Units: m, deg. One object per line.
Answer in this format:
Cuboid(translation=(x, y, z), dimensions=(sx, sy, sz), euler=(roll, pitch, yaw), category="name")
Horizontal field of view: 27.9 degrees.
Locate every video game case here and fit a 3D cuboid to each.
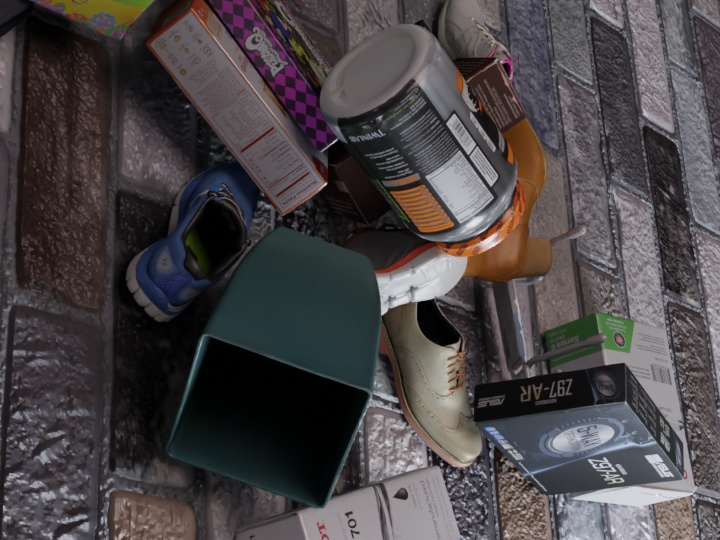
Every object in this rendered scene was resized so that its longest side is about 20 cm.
Cuboid(translation=(-0.076, -0.214, 1.381), dimensions=(0.200, 0.036, 0.181), euler=(54, 12, -7), category="video game case")

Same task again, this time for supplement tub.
Cuboid(translation=(0.062, -0.112, 1.305), dimensions=(0.200, 0.122, 0.123), euler=(50, 40, -35), category="supplement tub")

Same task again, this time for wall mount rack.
Cuboid(translation=(0.194, 0.042, 1.541), dimensions=(0.074, 0.174, 0.201), euler=(-6, 73, -9), category="wall mount rack")

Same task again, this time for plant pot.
Cuboid(translation=(-0.058, 0.064, 1.225), dimensions=(0.140, 0.142, 0.200), euler=(20, 37, -2), category="plant pot")

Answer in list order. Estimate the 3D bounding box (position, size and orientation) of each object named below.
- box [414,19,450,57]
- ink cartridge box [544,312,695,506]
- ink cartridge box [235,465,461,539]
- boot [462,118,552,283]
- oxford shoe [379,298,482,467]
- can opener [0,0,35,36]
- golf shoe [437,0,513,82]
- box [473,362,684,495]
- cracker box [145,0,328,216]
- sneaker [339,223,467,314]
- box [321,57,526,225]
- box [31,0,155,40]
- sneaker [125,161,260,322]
Cuboid(translation=(0.076, -0.146, 1.564), dimensions=(0.200, 0.079, 0.141), euler=(51, 39, -19), category="box")
Cuboid(translation=(0.297, 0.162, 1.657), dimensions=(0.145, 0.084, 0.201), euler=(14, 62, -45), category="ink cartridge box")
Cuboid(translation=(0.003, 0.267, 1.269), dimensions=(0.199, 0.086, 0.147), euler=(-8, 78, -52), category="ink cartridge box")
Cuboid(translation=(0.125, -0.086, 1.479), dimensions=(0.143, 0.071, 0.203), euler=(6, 67, -42), category="boot")
Cuboid(translation=(0.076, 0.102, 1.441), dimensions=(0.071, 0.074, 0.201), euler=(-37, 101, -50), category="oxford shoe")
Cuboid(translation=(-0.311, -0.195, 1.152), dimensions=(0.079, 0.063, 0.200), euler=(57, 40, -11), category="can opener")
Cuboid(translation=(0.141, -0.245, 1.676), dimensions=(0.075, 0.091, 0.201), euler=(20, 56, -40), category="golf shoe")
Cuboid(translation=(0.226, 0.166, 1.476), dimensions=(0.200, 0.159, 0.044), euler=(48, 40, -49), category="box")
Cuboid(translation=(-0.108, -0.161, 1.332), dimensions=(0.200, 0.058, 0.134), euler=(52, 12, -18), category="cracker box")
Cuboid(translation=(0.000, 0.000, 1.388), dimensions=(0.199, 0.077, 0.082), euler=(-12, 46, -23), category="sneaker")
Cuboid(translation=(0.054, -0.130, 1.429), dimensions=(0.199, 0.100, 0.075), euler=(-33, 107, -12), category="box")
Cuboid(translation=(-0.203, -0.340, 1.202), dimensions=(0.122, 0.200, 0.193), euler=(20, 39, -42), category="box")
Cuboid(translation=(-0.124, -0.035, 1.265), dimensions=(0.079, 0.089, 0.200), euler=(50, 35, -20), category="sneaker")
